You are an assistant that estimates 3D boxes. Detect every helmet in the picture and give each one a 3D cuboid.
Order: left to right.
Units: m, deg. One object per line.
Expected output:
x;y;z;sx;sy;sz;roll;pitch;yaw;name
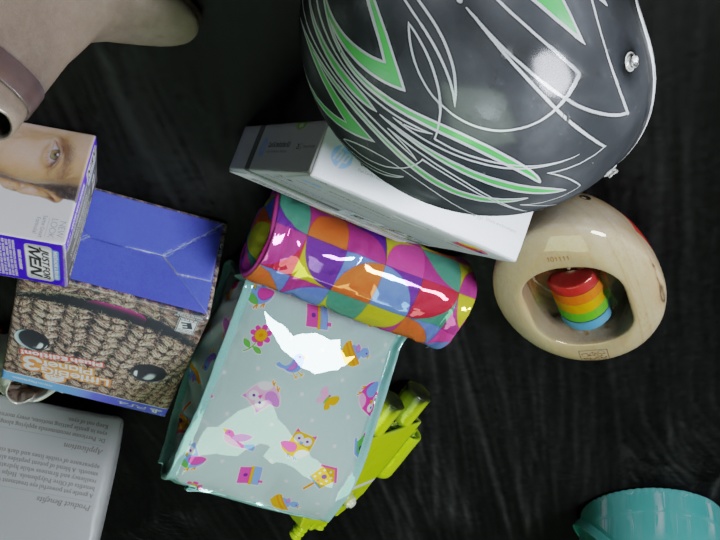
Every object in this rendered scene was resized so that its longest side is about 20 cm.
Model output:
0.063;-0.129;0.633;0.197;0.192;0.201;5;146;3;helmet

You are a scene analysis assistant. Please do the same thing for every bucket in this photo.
0.352;0.359;1.361;0.204;0.136;0.208;4;145;3;bucket

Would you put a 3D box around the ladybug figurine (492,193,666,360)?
0.178;0.004;0.920;0.134;0.073;0.201;-6;144;17;ladybug figurine

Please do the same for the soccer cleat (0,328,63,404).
-0.352;0.100;1.138;0.199;0.078;0.069;-16;141;39;soccer cleat

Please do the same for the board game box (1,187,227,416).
-0.222;0.029;1.001;0.158;0.098;0.200;15;145;-12;board game box

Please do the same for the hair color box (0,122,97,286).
-0.311;-0.064;0.868;0.198;0.110;0.065;11;145;-7;hair color box

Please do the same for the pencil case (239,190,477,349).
0.000;0.000;0.936;0.198;0.089;0.088;22;143;-20;pencil case

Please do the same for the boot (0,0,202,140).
-0.203;-0.143;0.699;0.198;0.148;0.070;18;143;-18;boot

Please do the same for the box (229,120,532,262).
0.006;-0.057;0.796;0.155;0.042;0.200;22;179;-21;box

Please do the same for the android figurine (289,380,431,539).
-0.007;0.200;1.165;0.201;0.041;0.182;-54;158;18;android figurine

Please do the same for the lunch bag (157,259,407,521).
-0.073;0.115;1.007;0.169;0.202;0.122;19;-175;-20;lunch bag

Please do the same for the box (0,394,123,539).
-0.380;0.248;1.260;0.197;0.173;0.200;12;156;-9;box
